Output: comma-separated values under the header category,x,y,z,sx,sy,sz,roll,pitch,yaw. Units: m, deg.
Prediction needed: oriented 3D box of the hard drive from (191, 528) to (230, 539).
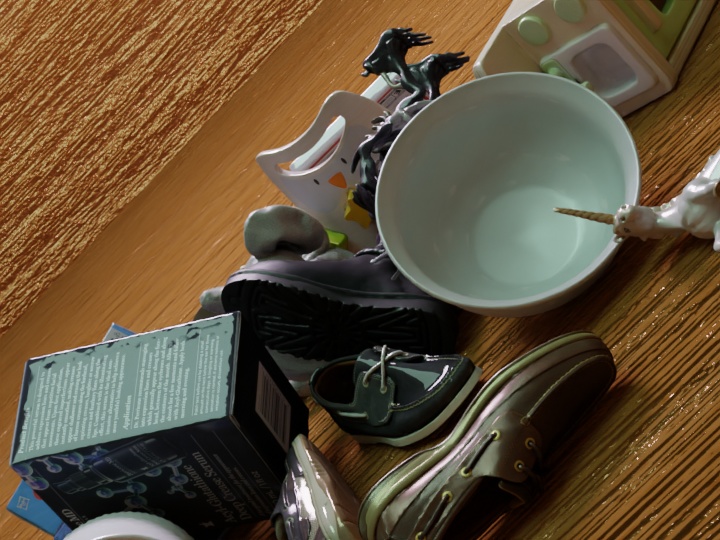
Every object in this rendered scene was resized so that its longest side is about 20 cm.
category,x,y,z,sx,sy,sz,roll,pitch,yaw
hard drive,-0.183,0.265,1.550,0.200,0.033,0.139,-53,16,-20

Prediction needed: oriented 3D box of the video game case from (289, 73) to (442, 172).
category,x,y,z,sx,sy,sz,roll,pitch,yaw
video game case,0.032,-0.122,1.715,0.143,0.017,0.200,-43,-28,15

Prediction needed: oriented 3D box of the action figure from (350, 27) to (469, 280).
category,x,y,z,sx,sy,sz,roll,pitch,yaw
action figure,0.049,-0.097,1.395,0.102,0.119,0.202,-16,60,34

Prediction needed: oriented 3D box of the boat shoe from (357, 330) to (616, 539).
category,x,y,z,sx,sy,sz,roll,pitch,yaw
boat shoe,0.092,0.122,1.101,0.200,0.072,0.068,-41,47,-6

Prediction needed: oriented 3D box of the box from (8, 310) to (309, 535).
category,x,y,z,sx,sy,sz,roll,pitch,yaw
box,-0.161,0.135,1.414,0.199,0.149,0.108,-13,49,18

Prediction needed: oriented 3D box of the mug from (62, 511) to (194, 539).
category,x,y,z,sx,sy,sz,roll,pitch,yaw
mug,-0.186,0.285,1.337,0.175,0.146,0.202,-161,83,-83

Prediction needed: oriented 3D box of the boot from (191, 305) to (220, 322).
category,x,y,z,sx,sy,sz,roll,pitch,yaw
boot,-0.152,0.134,1.673,0.201,0.073,0.155,-62,-14,-11

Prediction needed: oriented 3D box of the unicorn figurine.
category,x,y,z,sx,sy,sz,roll,pitch,yaw
unicorn figurine,0.242,-0.063,1.147,0.199,0.074,0.137,-33,5,-2

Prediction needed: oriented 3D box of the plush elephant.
category,x,y,z,sx,sy,sz,roll,pitch,yaw
plush elephant,-0.066,0.026,1.558,0.199,0.154,0.166,-14,72,42

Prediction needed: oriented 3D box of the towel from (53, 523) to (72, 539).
category,x,y,z,sx,sy,sz,roll,pitch,yaw
towel,-0.182,0.183,1.526,0.111,0.049,0.200,19,66,44

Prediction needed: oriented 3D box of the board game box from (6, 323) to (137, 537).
category,x,y,z,sx,sy,sz,roll,pitch,yaw
board game box,-0.244,0.173,1.678,0.201,0.056,0.196,-61,-14,-13

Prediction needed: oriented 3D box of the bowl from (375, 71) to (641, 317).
category,x,y,z,sx,sy,sz,roll,pitch,yaw
bowl,0.118,-0.042,1.303,0.199,0.090,0.203,-8,61,14

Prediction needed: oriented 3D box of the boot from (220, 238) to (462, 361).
category,x,y,z,sx,sy,sz,roll,pitch,yaw
boot,0.001,0.002,1.463,0.158,0.209,0.080,-70,-13,-49

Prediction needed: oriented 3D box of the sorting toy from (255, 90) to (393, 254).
category,x,y,z,sx,sy,sz,roll,pitch,yaw
sorting toy,0.003,-0.081,1.607,0.200,0.180,0.107,-36,27,35

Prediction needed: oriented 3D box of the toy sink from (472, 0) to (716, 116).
category,x,y,z,sx,sy,sz,roll,pitch,yaw
toy sink,0.207,-0.208,1.482,0.112,0.130,0.200,-27,24,51

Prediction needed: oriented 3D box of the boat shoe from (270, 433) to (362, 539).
category,x,y,z,sx,sy,sz,roll,pitch,yaw
boat shoe,-0.035,0.181,1.278,0.065,0.072,0.200,-42,21,1

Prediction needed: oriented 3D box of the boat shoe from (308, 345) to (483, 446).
category,x,y,z,sx,sy,sz,roll,pitch,yaw
boat shoe,0.024,0.092,1.350,0.072,0.068,0.200,-52,17,-24
